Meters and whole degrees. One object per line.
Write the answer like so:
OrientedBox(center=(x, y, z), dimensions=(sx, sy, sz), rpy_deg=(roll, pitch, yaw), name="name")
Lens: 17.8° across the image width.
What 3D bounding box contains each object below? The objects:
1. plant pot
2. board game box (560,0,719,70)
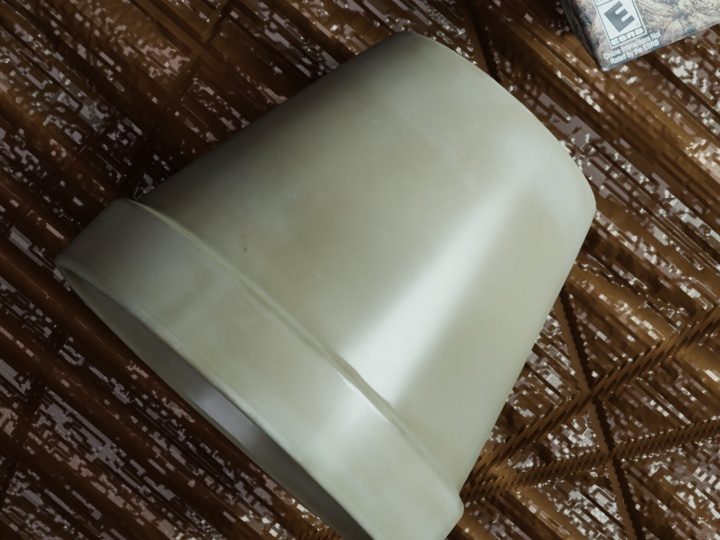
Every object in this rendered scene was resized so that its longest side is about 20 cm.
OrientedBox(center=(0.000, 0.000, 0.966), dimensions=(0.200, 0.200, 0.174), rpy_deg=(42, 81, -5), name="plant pot")
OrientedBox(center=(0.131, -0.210, 0.952), dimensions=(0.159, 0.097, 0.201), rpy_deg=(-23, 104, 5), name="board game box")
